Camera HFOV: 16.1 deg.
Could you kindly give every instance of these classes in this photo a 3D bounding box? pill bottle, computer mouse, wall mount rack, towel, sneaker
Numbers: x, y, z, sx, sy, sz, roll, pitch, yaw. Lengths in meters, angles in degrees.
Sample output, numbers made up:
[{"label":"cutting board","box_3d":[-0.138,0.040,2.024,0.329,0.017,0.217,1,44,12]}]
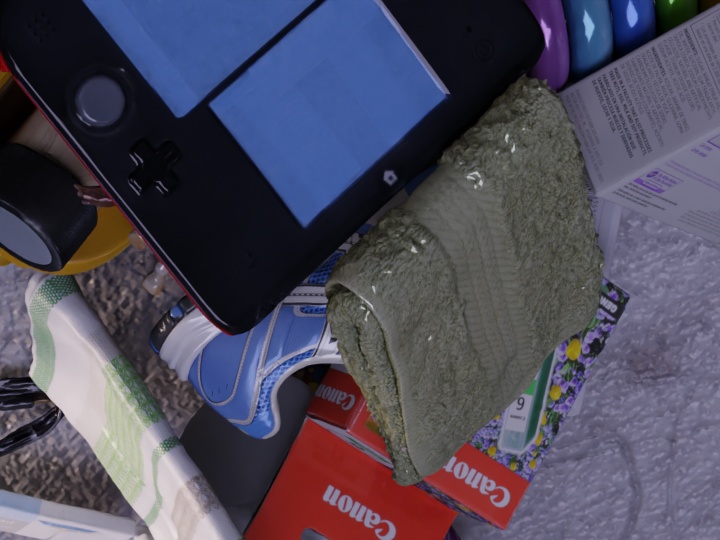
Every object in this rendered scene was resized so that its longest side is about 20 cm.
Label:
[{"label":"pill bottle","box_3d":[-0.014,0.144,1.334,0.112,0.112,0.200,-25,132,11]},{"label":"computer mouse","box_3d":[-0.252,0.072,1.318,0.200,0.034,0.059,-1,110,-13]},{"label":"wall mount rack","box_3d":[-0.170,0.153,1.314,0.200,0.075,0.174,13,163,-16]},{"label":"towel","box_3d":[0.053,0.010,1.143,0.148,0.036,0.200,-46,152,-15]},{"label":"towel","box_3d":[-0.102,0.102,1.231,0.031,0.200,0.149,-31,165,-13]},{"label":"sneaker","box_3d":[0.000,0.000,1.199,0.200,0.076,0.077,-37,87,2]}]

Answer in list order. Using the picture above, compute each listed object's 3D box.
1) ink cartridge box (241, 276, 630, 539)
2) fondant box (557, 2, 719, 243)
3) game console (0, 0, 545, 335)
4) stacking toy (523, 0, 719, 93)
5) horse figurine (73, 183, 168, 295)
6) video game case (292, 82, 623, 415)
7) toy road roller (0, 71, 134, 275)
[{"label":"ink cartridge box","box_3d":[0.038,0.070,1.245,0.109,0.050,0.200,34,80,-27]},{"label":"fondant box","box_3d":[0.212,-0.090,1.179,0.200,0.058,0.144,-28,159,23]},{"label":"game console","box_3d":[-0.038,-0.099,1.054,0.200,0.031,0.177,-43,102,-18]},{"label":"stacking toy","box_3d":[0.146,-0.132,1.186,0.200,0.085,0.085,-11,127,-3]},{"label":"horse figurine","box_3d":[-0.051,-0.061,1.134,0.050,0.200,0.133,36,110,12]},{"label":"video game case","box_3d":[0.038,-0.010,1.295,0.182,0.023,0.200,2,127,-8]},{"label":"toy road roller","box_3d":[-0.178,-0.080,1.155,0.200,0.123,0.146,37,158,-4]}]
